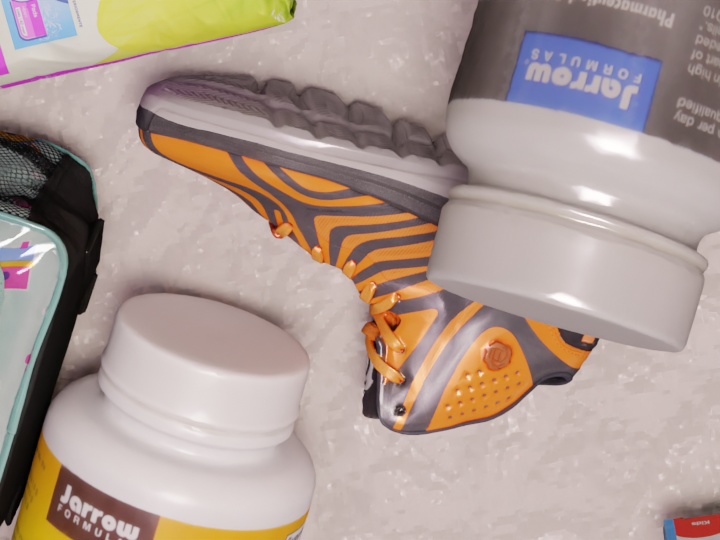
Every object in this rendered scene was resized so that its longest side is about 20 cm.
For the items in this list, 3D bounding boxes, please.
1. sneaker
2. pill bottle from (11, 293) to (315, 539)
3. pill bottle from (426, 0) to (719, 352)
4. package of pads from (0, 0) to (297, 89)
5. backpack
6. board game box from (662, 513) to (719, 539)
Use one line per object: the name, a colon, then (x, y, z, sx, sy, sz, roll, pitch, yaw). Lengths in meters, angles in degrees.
sneaker: (0.000, 0.000, 1.007, 0.199, 0.078, 0.113, 18, 107, -4)
pill bottle: (-0.083, 0.115, 1.030, 0.109, 0.109, 0.201, 16, 108, -3)
pill bottle: (0.095, -0.080, 0.925, 0.113, 0.114, 0.201, 16, 85, -3)
package of pads: (-0.108, -0.174, 0.960, 0.153, 0.068, 0.201, -12, 107, 6)
backpack: (-0.216, 0.020, 0.987, 0.199, 0.153, 0.177, 21, 113, 2)
board game box: (0.231, 0.185, 1.055, 0.194, 0.056, 0.201, -9, 114, 6)
